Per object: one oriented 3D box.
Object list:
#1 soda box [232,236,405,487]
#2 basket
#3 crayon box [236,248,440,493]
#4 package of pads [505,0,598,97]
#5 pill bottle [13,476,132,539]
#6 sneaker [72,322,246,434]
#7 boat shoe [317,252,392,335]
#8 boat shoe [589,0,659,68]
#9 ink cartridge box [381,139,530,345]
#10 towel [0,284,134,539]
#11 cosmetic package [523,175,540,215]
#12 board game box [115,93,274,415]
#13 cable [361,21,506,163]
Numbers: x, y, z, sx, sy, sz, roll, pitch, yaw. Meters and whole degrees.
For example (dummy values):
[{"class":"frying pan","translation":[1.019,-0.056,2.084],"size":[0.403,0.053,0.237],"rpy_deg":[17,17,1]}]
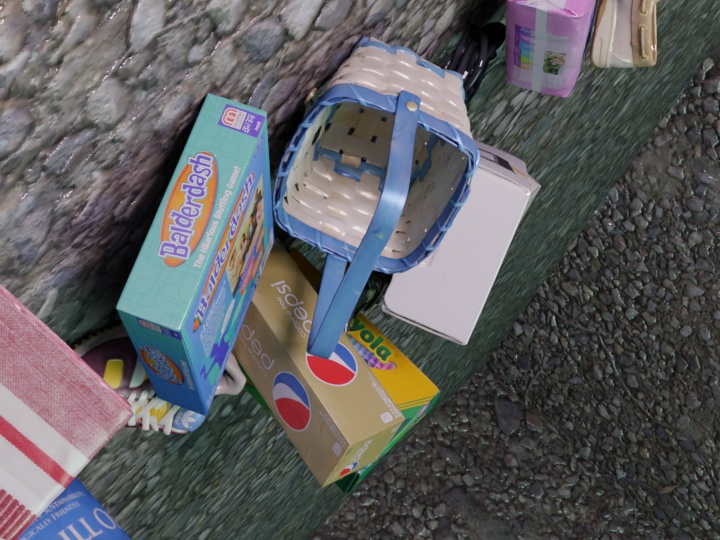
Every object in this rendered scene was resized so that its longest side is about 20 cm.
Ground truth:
[{"class":"soda box","translation":[-0.052,0.071,0.896],"size":[0.063,0.201,0.068],"rpy_deg":[-18,152,-39]},{"class":"basket","translation":[0.005,-0.056,0.801],"size":[0.202,0.137,0.177],"rpy_deg":[-85,-163,-44]},{"class":"crayon box","translation":[-0.038,0.091,1.012],"size":[0.118,0.200,0.059],"rpy_deg":[-40,166,-30]},{"class":"package of pads","translation":[0.171,-0.244,0.946],"size":[0.200,0.074,0.123],"rpy_deg":[50,56,-77]},{"class":"pill bottle","translation":[-0.212,0.171,0.663],"size":[0.112,0.200,0.112],"rpy_deg":[-44,168,-13]},{"class":"sneaker","translation":[-0.165,0.091,0.836],"size":[0.199,0.090,0.075],"rpy_deg":[-31,159,-54]},{"class":"boat shoe","translation":[0.000,0.000,0.998],"size":[0.203,0.065,0.072],"rpy_deg":[-79,-169,-47]},{"class":"boat shoe","translation":[0.242,-0.256,0.918],"size":[0.202,0.068,0.075],"rpy_deg":[87,18,-53]},{"class":"ink cartridge box","translation":[0.089,-0.035,0.982],"size":[0.200,0.084,0.150],"rpy_deg":[-63,175,-76]},{"class":"towel","translation":[-0.237,0.103,0.574],"size":[0.200,0.144,0.023],"rpy_deg":[-46,-151,-9]},{"class":"cosmetic package","translation":[0.174,-0.061,1.563],"size":[0.103,0.073,0.201],"rpy_deg":[-40,164,-30]},{"class":"board game box","translation":[-0.105,-0.002,0.743],"size":[0.201,0.044,0.154],"rpy_deg":[99,10,-68]},{"class":"cable","translation":[0.074,-0.149,1.025],"size":[0.201,0.051,0.163],"rpy_deg":[-50,167,3]}]
